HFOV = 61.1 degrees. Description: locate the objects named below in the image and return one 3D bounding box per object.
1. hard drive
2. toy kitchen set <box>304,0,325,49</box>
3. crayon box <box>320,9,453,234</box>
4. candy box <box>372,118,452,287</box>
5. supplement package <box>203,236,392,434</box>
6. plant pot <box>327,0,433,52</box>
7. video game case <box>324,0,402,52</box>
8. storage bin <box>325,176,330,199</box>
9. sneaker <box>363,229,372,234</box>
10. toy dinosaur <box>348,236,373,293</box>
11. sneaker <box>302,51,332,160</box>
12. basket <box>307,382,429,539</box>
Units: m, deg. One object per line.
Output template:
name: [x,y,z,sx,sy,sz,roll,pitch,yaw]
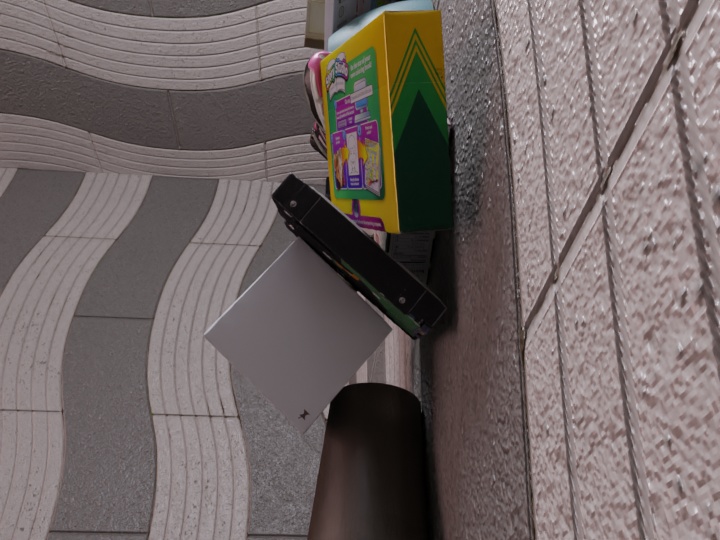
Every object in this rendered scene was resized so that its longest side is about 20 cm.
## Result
hard drive: [-0.002,-0.009,0.636,0.038,0.199,0.140,-47,-6,-6]
toy kitchen set: [-0.013,-0.453,1.119,0.200,0.177,0.167,153,121,-81]
crayon box: [0.018,-0.131,0.582,0.200,0.057,0.176,-158,63,-70]
candy box: [0.055,-0.101,0.717,0.137,0.060,0.203,-96,10,-56]
supplement package: [-0.078,0.082,0.745,0.151,0.152,0.200,-46,0,-12]
plant pot: [0.020,-0.263,0.831,0.200,0.132,0.204,-177,90,-87]
video game case: [0.019,-0.398,0.875,0.200,0.018,0.144,-44,-23,-30]
storage bin: [-0.096,-0.348,2.809,0.201,0.132,0.095,-93,6,-58]
sneaker: [0.013,-0.132,0.918,0.200,0.079,0.149,-138,24,-75]
toy dinosaur: [0.000,0.000,0.885,0.135,0.198,0.087,44,114,32]
sneaker: [-0.032,-0.182,0.746,0.074,0.087,0.200,-55,-35,-14]
basket: [0.012,0.241,0.680,0.181,0.134,0.203,120,159,-53]
